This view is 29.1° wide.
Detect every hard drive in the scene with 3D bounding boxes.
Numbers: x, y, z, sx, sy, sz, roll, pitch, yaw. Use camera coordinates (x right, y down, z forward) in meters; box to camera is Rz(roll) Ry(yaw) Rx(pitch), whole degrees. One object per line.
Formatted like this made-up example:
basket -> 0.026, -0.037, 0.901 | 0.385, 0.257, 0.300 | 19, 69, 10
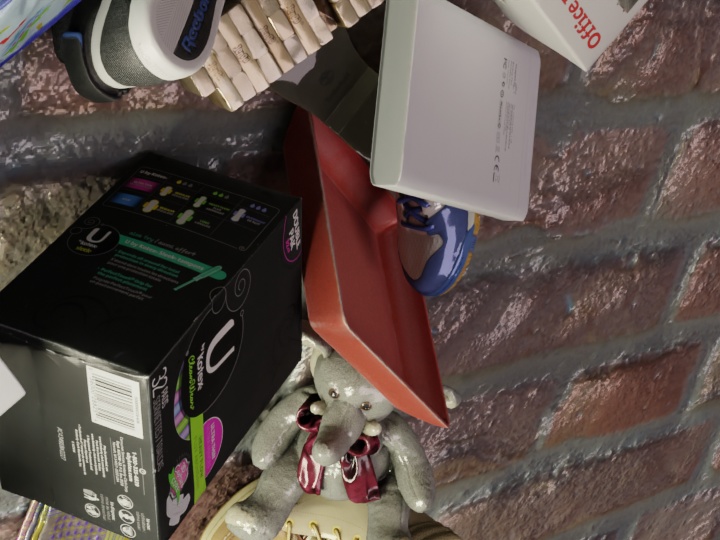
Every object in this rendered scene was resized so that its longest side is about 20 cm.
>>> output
hard drive -> 0.072, -0.112, 0.986 | 0.199, 0.026, 0.133 | 9, 86, -59

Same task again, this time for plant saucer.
plant saucer -> 0.000, 0.000, 1.028 | 0.036, 0.202, 0.200 | -21, 147, 15

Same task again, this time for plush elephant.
plush elephant -> -0.008, 0.126, 1.126 | 0.155, 0.163, 0.201 | 86, 24, -58

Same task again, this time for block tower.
block tower -> -0.030, -0.175, 0.870 | 0.199, 0.058, 0.054 | -37, 113, -9

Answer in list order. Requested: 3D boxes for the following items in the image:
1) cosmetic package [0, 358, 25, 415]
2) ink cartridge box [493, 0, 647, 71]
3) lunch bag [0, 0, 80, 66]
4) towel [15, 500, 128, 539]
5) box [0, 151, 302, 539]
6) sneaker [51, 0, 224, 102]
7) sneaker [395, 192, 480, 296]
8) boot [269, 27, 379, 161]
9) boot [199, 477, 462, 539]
cosmetic package -> -0.271, -0.014, 0.733 | 0.052, 0.151, 0.201 | -39, 142, -16
ink cartridge box -> 0.166, -0.257, 0.933 | 0.200, 0.083, 0.147 | -49, 143, 5
lunch bag -> -0.197, -0.151, 0.703 | 0.200, 0.161, 0.083 | -43, 101, -13
towel -> -0.182, 0.158, 1.074 | 0.143, 0.023, 0.201 | 7, 114, -48
box -> -0.132, 0.045, 0.892 | 0.200, 0.123, 0.150 | -53, 154, -48
sneaker -> -0.122, -0.184, 0.825 | 0.073, 0.111, 0.201 | 53, 43, -34
sneaker -> 0.041, -0.082, 1.049 | 0.088, 0.075, 0.202 | 1, 93, -46
boot -> -0.040, -0.151, 0.946 | 0.074, 0.075, 0.200 | -44, 125, 0
boot -> -0.025, 0.239, 1.197 | 0.199, 0.155, 0.073 | -20, 133, -35
